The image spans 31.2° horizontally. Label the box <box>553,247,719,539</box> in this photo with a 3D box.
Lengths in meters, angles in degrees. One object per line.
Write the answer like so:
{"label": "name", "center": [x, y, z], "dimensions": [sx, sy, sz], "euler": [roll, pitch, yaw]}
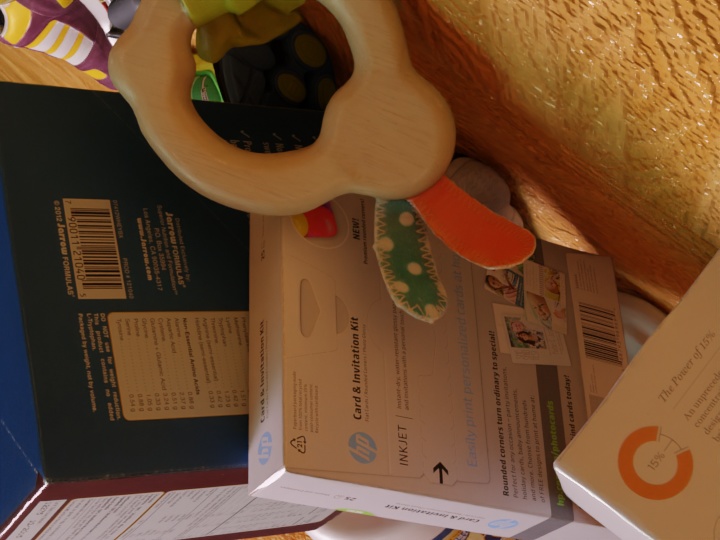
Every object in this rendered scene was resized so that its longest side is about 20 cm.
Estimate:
{"label": "box", "center": [0.196, 0.099, 0.527], "dimensions": [0.200, 0.125, 0.098], "euler": [37, 174, 19]}

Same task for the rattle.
{"label": "rattle", "center": [-0.013, -0.068, 0.608], "dimensions": [0.200, 0.131, 0.143], "euler": [33, 172, -5]}

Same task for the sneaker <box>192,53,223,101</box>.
{"label": "sneaker", "center": [-0.129, -0.120, 1.006], "dimensions": [0.074, 0.084, 0.200], "euler": [40, 174, -17]}

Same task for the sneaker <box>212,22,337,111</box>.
{"label": "sneaker", "center": [-0.050, -0.098, 0.782], "dimensions": [0.083, 0.071, 0.200], "euler": [33, 173, 24]}

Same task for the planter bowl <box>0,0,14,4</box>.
{"label": "planter bowl", "center": [-0.204, -0.193, 0.647], "dimensions": [0.200, 0.084, 0.201], "euler": [19, 159, 8]}

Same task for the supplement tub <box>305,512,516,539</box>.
{"label": "supplement tub", "center": [0.044, 0.144, 0.892], "dimensions": [0.144, 0.145, 0.200], "euler": [34, 175, 34]}

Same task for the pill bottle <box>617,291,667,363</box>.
{"label": "pill bottle", "center": [0.145, 0.093, 0.793], "dimensions": [0.120, 0.120, 0.200], "euler": [37, 173, 18]}

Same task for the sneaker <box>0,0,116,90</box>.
{"label": "sneaker", "center": [-0.225, -0.190, 0.951], "dimensions": [0.200, 0.090, 0.075], "euler": [72, -177, -67]}

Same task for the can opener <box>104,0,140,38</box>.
{"label": "can opener", "center": [-0.135, -0.181, 0.840], "dimensions": [0.066, 0.053, 0.200], "euler": [5, -176, -14]}

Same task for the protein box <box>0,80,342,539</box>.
{"label": "protein box", "center": [-0.097, 0.029, 0.659], "dimensions": [0.199, 0.199, 0.135], "euler": [1, 153, -33]}

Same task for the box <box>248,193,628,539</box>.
{"label": "box", "center": [0.043, 0.045, 0.624], "dimensions": [0.199, 0.157, 0.041], "euler": [14, 146, -27]}

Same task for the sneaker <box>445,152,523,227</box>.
{"label": "sneaker", "center": [0.040, -0.027, 0.778], "dimensions": [0.115, 0.075, 0.200], "euler": [37, 169, 27]}
